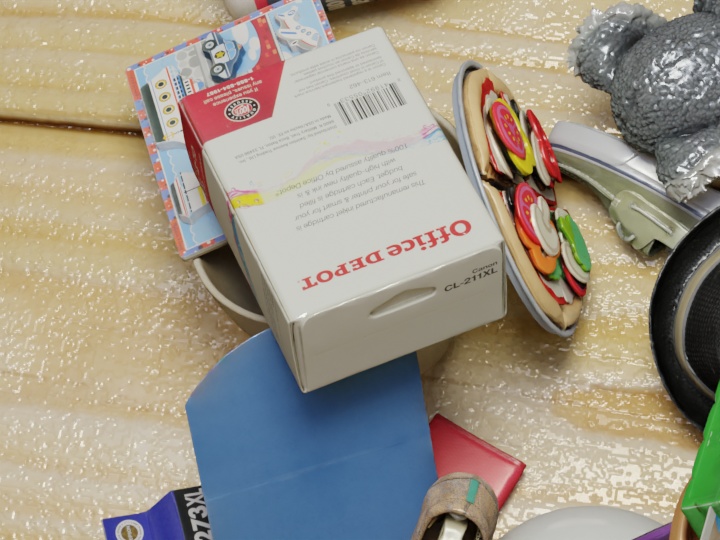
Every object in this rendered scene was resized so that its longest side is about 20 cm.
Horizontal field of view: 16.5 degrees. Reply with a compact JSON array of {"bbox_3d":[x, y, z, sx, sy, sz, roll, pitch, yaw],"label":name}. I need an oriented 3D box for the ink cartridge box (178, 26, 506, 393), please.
[{"bbox_3d":[-0.012,-0.040,1.577,0.145,0.083,0.201,-20,54,-10],"label":"ink cartridge box"}]

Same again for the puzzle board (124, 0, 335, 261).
[{"bbox_3d":[-0.077,-0.106,1.721,0.150,0.017,0.201,-22,47,2],"label":"puzzle board"}]

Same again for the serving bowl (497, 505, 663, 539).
[{"bbox_3d":[0.153,0.247,1.650,0.199,0.066,0.201,-2,70,6],"label":"serving bowl"}]

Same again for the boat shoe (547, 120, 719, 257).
[{"bbox_3d":[0.211,-0.041,1.750,0.199,0.072,0.062,30,89,22],"label":"boat shoe"}]

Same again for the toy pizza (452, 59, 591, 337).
[{"bbox_3d":[0.116,-0.052,1.698,0.032,0.200,0.201,-20,67,16],"label":"toy pizza"}]

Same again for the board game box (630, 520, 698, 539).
[{"bbox_3d":[0.223,0.261,1.596,0.120,0.032,0.201,-18,81,-33],"label":"board game box"}]

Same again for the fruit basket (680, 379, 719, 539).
[{"bbox_3d":[0.301,0.152,1.573,0.200,0.094,0.186,37,56,-20],"label":"fruit basket"}]

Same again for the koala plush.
[{"bbox_3d":[0.255,-0.145,1.714,0.199,0.184,0.178,-26,67,-10],"label":"koala plush"}]

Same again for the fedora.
[{"bbox_3d":[0.296,0.034,1.663,0.199,0.092,0.202,0,95,-5],"label":"fedora"}]

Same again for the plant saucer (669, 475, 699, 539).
[{"bbox_3d":[0.274,0.207,1.613,0.199,0.037,0.201,13,65,-29],"label":"plant saucer"}]

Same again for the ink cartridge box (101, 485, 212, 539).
[{"bbox_3d":[-0.067,0.186,1.669,0.199,0.037,0.095,-10,63,-14],"label":"ink cartridge box"}]

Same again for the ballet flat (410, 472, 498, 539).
[{"bbox_3d":[0.039,0.229,1.623,0.068,0.067,0.201,14,104,-1],"label":"ballet flat"}]

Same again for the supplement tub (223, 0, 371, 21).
[{"bbox_3d":[-0.013,-0.265,1.829,0.199,0.140,0.141,-12,68,3],"label":"supplement tub"}]

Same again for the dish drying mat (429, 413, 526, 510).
[{"bbox_3d":[0.031,0.199,1.710,0.077,0.018,0.200,29,75,19],"label":"dish drying mat"}]

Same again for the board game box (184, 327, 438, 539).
[{"bbox_3d":[-0.033,0.121,1.627,0.157,0.039,0.201,-16,110,-15],"label":"board game box"}]

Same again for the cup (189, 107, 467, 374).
[{"bbox_3d":[0.000,0.000,1.710,0.199,0.144,0.201,-11,48,13],"label":"cup"}]
